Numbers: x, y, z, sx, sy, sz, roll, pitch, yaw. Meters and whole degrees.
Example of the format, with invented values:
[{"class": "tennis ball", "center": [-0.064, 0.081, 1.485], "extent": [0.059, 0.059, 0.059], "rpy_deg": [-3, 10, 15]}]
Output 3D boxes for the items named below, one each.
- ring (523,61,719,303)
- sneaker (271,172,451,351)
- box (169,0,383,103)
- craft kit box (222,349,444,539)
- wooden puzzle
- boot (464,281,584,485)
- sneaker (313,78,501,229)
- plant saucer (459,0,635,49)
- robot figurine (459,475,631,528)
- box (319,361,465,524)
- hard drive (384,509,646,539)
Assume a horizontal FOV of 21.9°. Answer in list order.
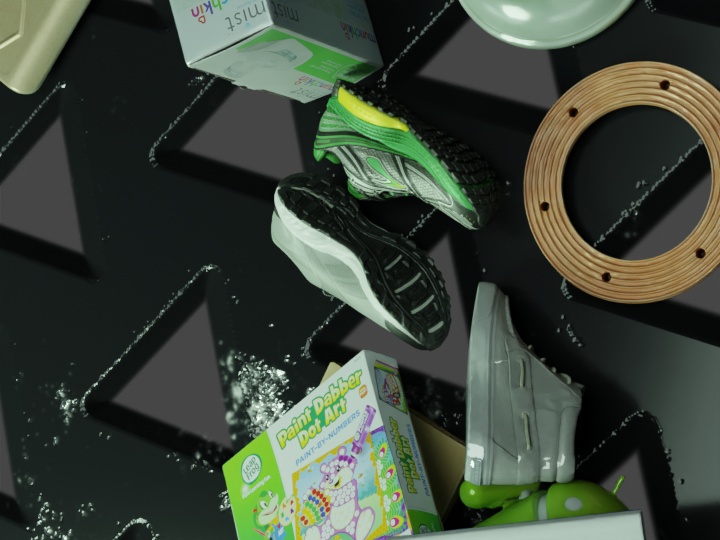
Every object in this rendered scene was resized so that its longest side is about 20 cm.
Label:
[{"class": "ring", "center": [0.230, -0.072, 1.539], "extent": [0.200, 0.019, 0.201], "rpy_deg": [-3, 83, 27]}, {"class": "sneaker", "center": [0.000, 0.000, 1.635], "extent": [0.200, 0.074, 0.079], "rpy_deg": [43, 141, 16]}, {"class": "box", "center": [-0.086, -0.254, 1.620], "extent": [0.097, 0.200, 0.177], "rpy_deg": [-22, 75, 24]}, {"class": "craft kit box", "center": [-0.025, 0.202, 1.573], "extent": [0.200, 0.048, 0.198], "rpy_deg": [-41, 46, 31]}, {"class": "wooden puzzle", "center": [-0.347, -0.300, 1.853], "extent": [0.200, 0.046, 0.185], "rpy_deg": [38, 103, 21]}, {"class": "boot", "center": [0.136, 0.094, 1.529], "extent": [0.095, 0.074, 0.200], "rpy_deg": [4, 50, 1]}, {"class": "sneaker", "center": [0.041, -0.087, 1.618], "extent": [0.200, 0.078, 0.085], "rpy_deg": [36, 109, 35]}, {"class": "plant saucer", "center": [0.155, -0.291, 1.580], "extent": [0.200, 0.050, 0.201], "rpy_deg": [-3, 84, 28]}, {"class": "robot figurine", "center": [0.143, 0.244, 1.502], "extent": [0.200, 0.116, 0.176], "rpy_deg": [-32, 66, 21]}, {"class": "box", "center": [-0.004, 0.206, 1.638], "extent": [0.163, 0.021, 0.200], "rpy_deg": [31, 101, 27]}, {"class": "hard drive", "center": [0.125, 0.260, 1.427], "extent": [0.200, 0.025, 0.132], "rpy_deg": [-8, 91, 13]}]
